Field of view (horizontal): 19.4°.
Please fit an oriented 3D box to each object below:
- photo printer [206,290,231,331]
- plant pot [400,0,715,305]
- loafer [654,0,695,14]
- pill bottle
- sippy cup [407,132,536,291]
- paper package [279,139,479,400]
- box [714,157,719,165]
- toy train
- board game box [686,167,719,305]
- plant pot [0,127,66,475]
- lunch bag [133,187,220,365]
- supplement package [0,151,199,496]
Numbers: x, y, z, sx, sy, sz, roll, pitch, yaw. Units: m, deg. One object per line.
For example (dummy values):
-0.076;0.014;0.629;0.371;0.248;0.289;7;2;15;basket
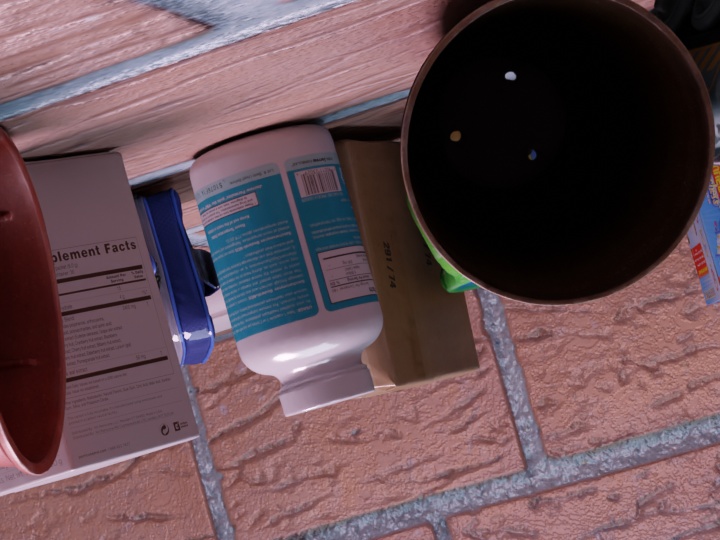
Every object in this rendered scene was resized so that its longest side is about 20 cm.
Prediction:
-0.172;0.035;2.408;0.199;0.070;0.166;-18;175;27;photo printer
0.105;-0.087;1.319;0.186;0.188;0.200;-16;-170;-4;plant pot
0.268;-0.155;1.439;0.071;0.073;0.200;18;154;-39;loafer
-0.049;0.002;1.544;0.110;0.201;0.111;-15;176;-1;pill bottle
0.113;-0.064;1.668;0.139;0.131;0.178;-18;175;7;sippy cup
0.000;0.000;1.687;0.103;0.201;0.190;-13;177;25;paper package
0.364;-0.134;1.541;0.196;0.118;0.200;5;-172;33;box
0.232;-0.128;1.312;0.085;0.114;0.200;23;172;-16;toy train
0.420;-0.063;2.503;0.056;0.197;0.200;-16;176;3;board game box
-0.288;0.029;1.202;0.194;0.202;0.201;-8;176;5;plant pot
-0.178;0.014;1.666;0.132;0.136;0.200;-16;175;-10;lunch bag
-0.211;0.037;1.393;0.121;0.201;0.120;-20;174;41;supplement package
